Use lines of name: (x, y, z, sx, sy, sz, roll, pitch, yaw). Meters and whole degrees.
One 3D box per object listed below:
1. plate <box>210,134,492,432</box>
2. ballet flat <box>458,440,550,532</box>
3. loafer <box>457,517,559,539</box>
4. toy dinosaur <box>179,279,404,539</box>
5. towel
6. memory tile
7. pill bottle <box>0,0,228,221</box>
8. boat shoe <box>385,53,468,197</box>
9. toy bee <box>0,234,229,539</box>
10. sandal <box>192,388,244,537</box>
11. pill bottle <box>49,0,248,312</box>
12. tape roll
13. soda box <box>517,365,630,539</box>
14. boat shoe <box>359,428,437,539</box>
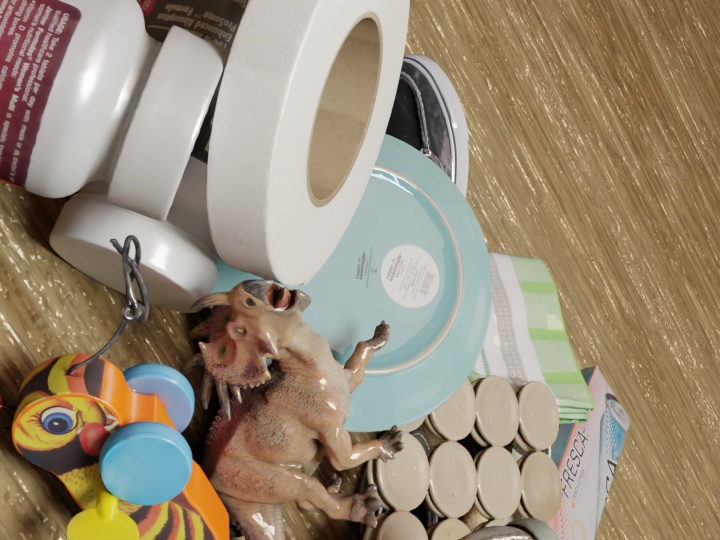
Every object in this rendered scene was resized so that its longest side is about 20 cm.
plate: (0.000, 0.000, 0.825, 0.198, 0.026, 0.202, 6, 74, -21)
ballet flat: (0.109, 0.151, 0.988, 0.071, 0.070, 0.201, 49, 39, -28)
loafer: (0.089, 0.235, 0.690, 0.062, 0.072, 0.202, -3, 71, -31)
toy dinosaur: (-0.054, 0.088, 0.742, 0.134, 0.201, 0.086, 12, 18, -23)
towel: (0.086, 0.043, 0.985, 0.199, 0.031, 0.150, 5, 59, -35)
memory tile: (0.074, 0.143, 0.885, 0.199, 0.017, 0.155, 15, 69, -45)
pill bottle: (-0.172, -0.101, 0.629, 0.199, 0.110, 0.110, 22, 52, -9)
boat shoe: (0.028, -0.052, 0.899, 0.068, 0.071, 0.202, 3, 86, -53)
toy bee: (-0.140, 0.082, 0.687, 0.131, 0.108, 0.202, -89, 167, -78)
sandal: (-0.061, 0.075, 0.829, 0.075, 0.048, 0.201, 48, 55, -25)
pill bottle: (-0.095, -0.086, 0.754, 0.116, 0.116, 0.201, 36, 68, -39)
tape roll: (-0.024, -0.091, 0.707, 0.203, 0.037, 0.205, 17, 90, -77)
soda box: (0.158, 0.169, 1.060, 0.069, 0.063, 0.200, 56, 39, -20)
boat shoe: (0.028, 0.185, 0.881, 0.067, 0.057, 0.201, 50, 41, -27)
